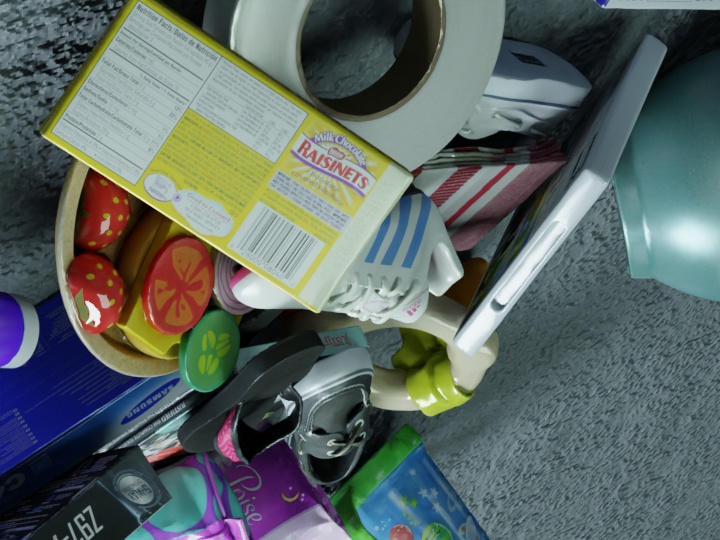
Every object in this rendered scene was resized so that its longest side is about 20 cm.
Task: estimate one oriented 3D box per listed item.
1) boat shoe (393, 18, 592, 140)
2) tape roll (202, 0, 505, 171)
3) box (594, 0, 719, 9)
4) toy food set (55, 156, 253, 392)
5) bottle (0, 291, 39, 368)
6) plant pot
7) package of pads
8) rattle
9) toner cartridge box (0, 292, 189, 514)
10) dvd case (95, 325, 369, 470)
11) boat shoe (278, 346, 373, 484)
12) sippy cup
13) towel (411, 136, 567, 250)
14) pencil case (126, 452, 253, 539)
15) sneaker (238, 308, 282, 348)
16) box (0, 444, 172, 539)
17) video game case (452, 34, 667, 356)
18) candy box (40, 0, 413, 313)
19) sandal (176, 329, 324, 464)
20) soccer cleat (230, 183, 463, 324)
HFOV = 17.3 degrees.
[{"bbox_3d":[0.084,-0.119,1.597,0.199,0.074,0.066,9,121,-49],"label":"boat shoe"},{"bbox_3d":[-0.002,-0.147,1.439,0.202,0.037,0.204,-14,118,-28],"label":"tape roll"},{"bbox_3d":[0.233,-0.270,1.530,0.199,0.105,0.184,-6,136,-43],"label":"box"},{"bbox_3d":[-0.110,-0.030,1.459,0.198,0.048,0.201,40,68,-51],"label":"toy food set"},{"bbox_3d":[-0.278,0.029,1.397,0.199,0.084,0.065,9,124,-50],"label":"bottle"},{"bbox_3d":[0.254,-0.064,1.757,0.133,0.201,0.201,-11,147,5],"label":"plant pot"},{"bbox_3d":[-0.116,0.211,1.760,0.200,0.121,0.076,-36,154,-4],"label":"package of pads"},{"bbox_3d":[0.002,0.012,1.714,0.199,0.144,0.130,18,156,-11],"label":"rattle"},{"bbox_3d":[-0.217,0.088,1.526,0.199,0.095,0.043,-33,150,-9],"label":"toner cartridge box"},{"bbox_3d":[-0.106,0.099,1.642,0.200,0.022,0.146,-33,166,36],"label":"dvd case"},{"bbox_3d":[-0.018,0.103,1.650,0.068,0.057,0.200,-24,167,-10],"label":"boat shoe"},{"bbox_3d":[0.034,0.214,1.868,0.178,0.130,0.140,-40,173,-43],"label":"sippy cup"},{"bbox_3d":[0.028,-0.045,1.636,0.199,0.023,0.144,-6,156,-34],"label":"towel"},{"bbox_3d":[-0.178,0.203,1.682,0.199,0.092,0.085,-25,111,-2],"label":"pencil case"},{"bbox_3d":[-0.101,0.029,1.600,0.200,0.076,0.091,-35,160,20],"label":"sneaker"},{"bbox_3d":[-0.236,0.184,1.526,0.160,0.044,0.200,-40,-165,-36],"label":"box"},{"bbox_3d":[0.141,-0.054,1.659,0.183,0.022,0.200,-54,-176,37],"label":"video game case"},{"bbox_3d":[-0.077,-0.069,1.381,0.200,0.026,0.102,34,96,-17],"label":"candy box"},{"bbox_3d":[-0.067,0.093,1.527,0.075,0.045,0.200,-28,172,-24],"label":"sandal"},{"bbox_3d":[0.000,0.000,1.496,0.070,0.087,0.200,-37,172,37],"label":"soccer cleat"}]
